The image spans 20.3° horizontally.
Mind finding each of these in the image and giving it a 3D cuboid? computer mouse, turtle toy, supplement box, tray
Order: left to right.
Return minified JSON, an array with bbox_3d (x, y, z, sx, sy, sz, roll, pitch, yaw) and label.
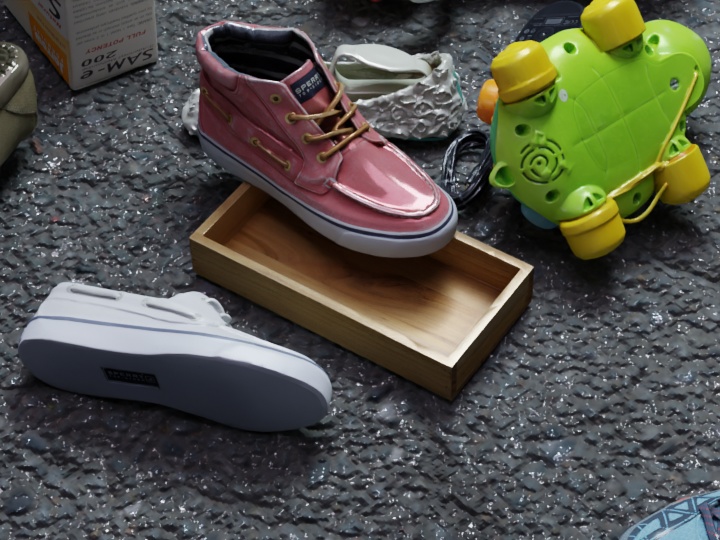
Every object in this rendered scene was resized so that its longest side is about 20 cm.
[{"bbox_3d":[-0.204,-0.246,1.398,0.073,0.201,0.126,-23,49,-23],"label":"supplement box"},{"bbox_3d":[0.000,0.000,1.276,0.199,0.037,0.099,26,53,23],"label":"tray"},{"bbox_3d":[0.110,-0.111,1.380,0.058,0.034,0.201,5,50,40],"label":"computer mouse"},{"bbox_3d":[0.158,-0.102,1.309,0.199,0.147,0.101,-30,12,-24],"label":"turtle toy"}]

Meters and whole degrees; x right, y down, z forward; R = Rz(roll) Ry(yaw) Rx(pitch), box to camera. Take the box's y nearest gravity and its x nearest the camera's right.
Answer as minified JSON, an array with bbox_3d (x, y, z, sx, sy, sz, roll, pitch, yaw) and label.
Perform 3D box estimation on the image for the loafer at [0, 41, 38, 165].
[{"bbox_3d":[-0.279,-0.061,1.322,0.200,0.068,0.076,-48,43,-15],"label":"loafer"}]

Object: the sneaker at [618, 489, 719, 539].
[{"bbox_3d":[0.229,0.127,1.108,0.198,0.096,0.080,-16,48,-13],"label":"sneaker"}]

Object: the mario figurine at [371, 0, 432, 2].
[{"bbox_3d":[0.070,-0.249,1.451,0.198,0.107,0.123,-4,12,-12],"label":"mario figurine"}]

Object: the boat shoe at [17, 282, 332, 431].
[{"bbox_3d":[-0.108,0.043,1.214,0.198,0.074,0.066,12,53,11],"label":"boat shoe"}]

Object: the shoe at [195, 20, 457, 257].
[{"bbox_3d":[-0.026,-0.085,1.269,0.199,0.091,0.071,29,54,26],"label":"shoe"}]

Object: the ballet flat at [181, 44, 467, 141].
[{"bbox_3d":[-0.025,-0.128,1.376,0.198,0.072,0.072,0,47,3],"label":"ballet flat"}]
